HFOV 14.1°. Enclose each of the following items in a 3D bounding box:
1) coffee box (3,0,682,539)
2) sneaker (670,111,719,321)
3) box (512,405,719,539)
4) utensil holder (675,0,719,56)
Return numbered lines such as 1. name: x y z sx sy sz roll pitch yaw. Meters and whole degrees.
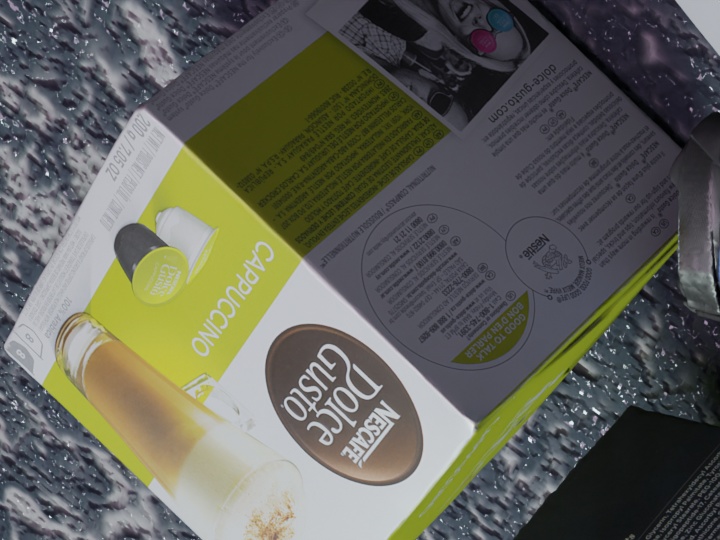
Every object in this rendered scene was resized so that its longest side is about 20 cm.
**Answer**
1. coffee box: 0.000 0.000 1.301 0.198 0.200 0.200 44 141 6
2. sneaker: 0.197 0.017 1.234 0.111 0.077 0.200 7 134 49
3. box: 0.191 0.182 1.273 0.196 0.124 0.200 10 140 50
4. utensil holder: 0.161 -0.166 1.051 0.200 0.170 0.170 50 140 2
